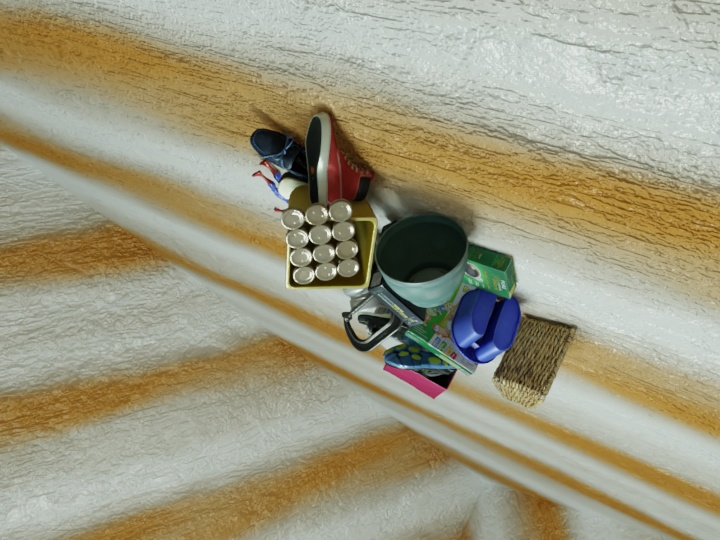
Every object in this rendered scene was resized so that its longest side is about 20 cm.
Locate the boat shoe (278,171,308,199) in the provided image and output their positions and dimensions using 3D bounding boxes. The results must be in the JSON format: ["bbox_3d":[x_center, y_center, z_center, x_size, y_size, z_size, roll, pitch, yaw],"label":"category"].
[{"bbox_3d":[-0.106,-0.184,1.549,0.200,0.063,0.074,24,120,-14],"label":"boat shoe"}]

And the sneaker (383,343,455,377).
[{"bbox_3d":[0.151,0.237,1.590,0.197,0.071,0.083,7,136,-14],"label":"sneaker"}]

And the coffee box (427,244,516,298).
[{"bbox_3d":[0.257,-0.010,1.448,0.199,0.044,0.123,20,156,31],"label":"coffee box"}]

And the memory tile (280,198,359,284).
[{"bbox_3d":[-0.082,-0.059,1.336,0.152,0.017,0.201,-10,129,-4],"label":"memory tile"}]

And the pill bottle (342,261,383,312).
[{"bbox_3d":[0.000,0.000,1.603,0.113,0.112,0.202,-23,81,66],"label":"pill bottle"}]

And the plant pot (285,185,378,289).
[{"bbox_3d":[-0.082,-0.095,1.446,0.193,0.201,0.196,-1,129,-12],"label":"plant pot"}]

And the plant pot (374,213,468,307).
[{"bbox_3d":[0.141,-0.005,1.364,0.199,0.201,0.135,18,146,32],"label":"plant pot"}]

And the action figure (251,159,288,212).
[{"bbox_3d":[-0.211,-0.197,1.659,0.200,0.066,0.099,43,149,-27],"label":"action figure"}]

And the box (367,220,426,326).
[{"bbox_3d":[0.101,0.006,1.480,0.051,0.201,0.158,-21,130,38],"label":"box"}]

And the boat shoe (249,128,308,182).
[{"bbox_3d":[-0.151,-0.260,1.411,0.199,0.085,0.069,23,-177,-19],"label":"boat shoe"}]

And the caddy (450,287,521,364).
[{"bbox_3d":[0.296,0.127,1.511,0.141,0.201,0.105,36,143,-9],"label":"caddy"}]

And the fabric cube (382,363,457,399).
[{"bbox_3d":[0.203,0.250,1.929,0.199,0.197,0.200,28,162,5],"label":"fabric cube"}]

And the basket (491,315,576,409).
[{"bbox_3d":[0.440,0.238,1.539,0.148,0.201,0.143,13,153,41],"label":"basket"}]

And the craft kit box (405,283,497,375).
[{"bbox_3d":[0.237,0.125,1.575,0.199,0.199,0.049,32,157,-6],"label":"craft kit box"}]

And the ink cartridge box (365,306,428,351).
[{"bbox_3d":[0.142,0.120,1.698,0.146,0.201,0.145,12,155,42],"label":"ink cartridge box"}]

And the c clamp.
[{"bbox_3d":[0.024,0.094,1.527,0.171,0.200,0.027,51,-154,16],"label":"c clamp"}]

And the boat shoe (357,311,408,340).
[{"bbox_3d":[0.051,0.144,1.583,0.074,0.067,0.198,19,169,-37],"label":"boat shoe"}]

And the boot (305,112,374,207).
[{"bbox_3d":[-0.037,-0.235,1.317,0.072,0.143,0.202,40,137,51],"label":"boot"}]
